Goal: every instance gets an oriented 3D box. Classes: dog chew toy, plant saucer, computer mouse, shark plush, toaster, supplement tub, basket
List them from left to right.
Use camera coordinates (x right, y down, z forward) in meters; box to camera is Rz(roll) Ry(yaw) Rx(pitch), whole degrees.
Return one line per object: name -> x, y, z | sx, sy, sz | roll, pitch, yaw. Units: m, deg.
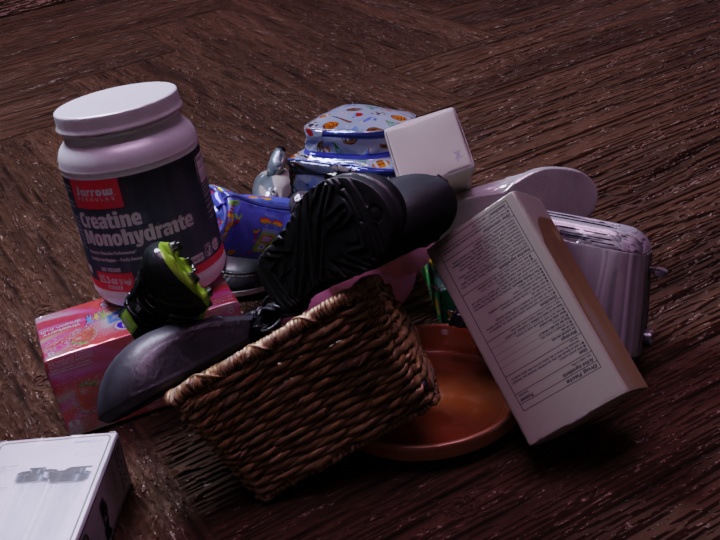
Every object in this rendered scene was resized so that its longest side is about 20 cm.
supplement tub -> -0.223, -0.077, 1.015 | 0.140, 0.200, 0.140 | -9, 23, 4
computer mouse -> -0.151, 0.067, 0.881 | 0.200, 0.053, 0.138 | -28, -4, -33
shark plush -> -0.128, -0.075, 1.360 | 0.083, 0.091, 0.200 | -17, 45, 26
basket -> -0.053, 0.076, 0.884 | 0.200, 0.149, 0.143 | -31, 29, 9
dog chew toy -> 0.000, 0.000, 1.025 | 0.200, 0.125, 0.125 | -41, 10, 35
plant saucer -> 0.064, 0.117, 0.961 | 0.200, 0.032, 0.200 | -6, 29, 3
toaster -> 0.192, 0.011, 0.974 | 0.200, 0.129, 0.114 | 12, 9, 21

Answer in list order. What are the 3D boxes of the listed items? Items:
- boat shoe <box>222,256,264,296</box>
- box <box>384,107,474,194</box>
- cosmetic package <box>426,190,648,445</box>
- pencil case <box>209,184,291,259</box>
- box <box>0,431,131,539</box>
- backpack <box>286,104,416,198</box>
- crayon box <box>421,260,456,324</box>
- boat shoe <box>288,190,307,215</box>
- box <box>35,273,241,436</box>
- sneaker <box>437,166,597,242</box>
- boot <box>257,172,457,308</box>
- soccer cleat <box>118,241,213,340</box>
boat shoe -> -0.191, -0.010, 1.224 | 0.200, 0.060, 0.074 | 4, 25, 19
box -> 0.077, -0.116, 1.107 | 0.082, 0.068, 0.200 | -18, -6, 2
cosmetic package -> 0.154, 0.041, 0.883 | 0.105, 0.200, 0.071 | -33, -18, 25
pencil case -> -0.108, -0.052, 1.175 | 0.200, 0.087, 0.078 | 6, 39, -44
box -> -0.273, 0.223, 0.833 | 0.116, 0.060, 0.200 | -6, 30, 5
backpack -> 0.017, -0.135, 1.314 | 0.190, 0.154, 0.200 | 16, 33, 20
crayon box -> 0.131, -0.012, 1.144 | 0.119, 0.058, 0.200 | -10, 29, -3
boat shoe -> -0.017, -0.054, 1.158 | 0.063, 0.073, 0.200 | 53, 18, 21
box -> -0.223, 0.080, 1.037 | 0.200, 0.095, 0.103 | -17, 29, -15
sneaker -> 0.164, -0.077, 1.129 | 0.200, 0.075, 0.088 | -11, 12, -8
boot -> 0.020, -0.047, 0.832 | 0.168, 0.076, 0.200 | -29, -5, -36
soccer cleat -> -0.177, 0.027, 0.890 | 0.081, 0.068, 0.200 | -33, -7, -11
